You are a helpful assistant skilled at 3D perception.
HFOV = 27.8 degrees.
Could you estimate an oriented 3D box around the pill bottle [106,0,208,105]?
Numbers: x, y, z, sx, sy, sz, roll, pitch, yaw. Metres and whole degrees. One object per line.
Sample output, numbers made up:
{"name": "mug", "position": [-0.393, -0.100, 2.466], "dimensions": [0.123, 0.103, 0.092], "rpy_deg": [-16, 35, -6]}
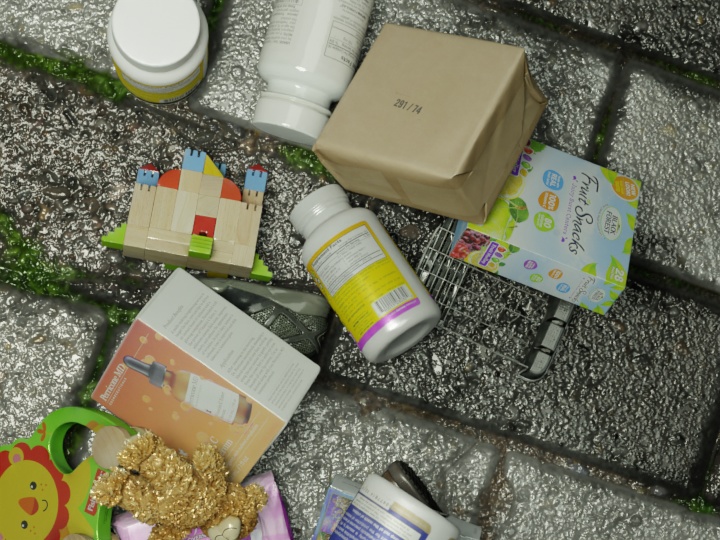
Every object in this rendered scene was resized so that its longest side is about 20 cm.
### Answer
{"name": "pill bottle", "position": [-0.227, -0.258, 1.641], "dimensions": [0.113, 0.200, 0.115], "rpy_deg": [0, 87, -6]}

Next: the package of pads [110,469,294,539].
{"name": "package of pads", "position": [-0.178, 0.315, 1.679], "dimensions": [0.199, 0.076, 0.121], "rpy_deg": [-15, 91, -7]}

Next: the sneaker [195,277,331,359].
{"name": "sneaker", "position": [-0.138, 0.070, 1.696], "dimensions": [0.198, 0.076, 0.115], "rpy_deg": [12, 79, -11]}

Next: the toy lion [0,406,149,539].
{"name": "toy lion", "position": [-0.344, 0.244, 1.638], "dimensions": [0.191, 0.069, 0.201], "rpy_deg": [21, 94, 26]}

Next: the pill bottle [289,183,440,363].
{"name": "pill bottle", "position": [0.000, 0.000, 1.689], "dimensions": [0.104, 0.104, 0.201], "rpy_deg": [-32, 73, -7]}

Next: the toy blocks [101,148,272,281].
{"name": "toy blocks", "position": [-0.191, -0.075, 1.699], "dimensions": [0.199, 0.100, 0.138], "rpy_deg": [10, 74, -6]}

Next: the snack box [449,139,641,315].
{"name": "snack box", "position": [0.220, -0.061, 1.711], "dimensions": [0.199, 0.068, 0.169], "rpy_deg": [21, 53, -7]}

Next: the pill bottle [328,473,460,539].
{"name": "pill bottle", "position": [0.008, 0.331, 1.554], "dimensions": [0.119, 0.120, 0.201], "rpy_deg": [33, 82, -3]}

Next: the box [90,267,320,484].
{"name": "box", "position": [-0.174, 0.126, 1.635], "dimensions": [0.199, 0.153, 0.106], "rpy_deg": [35, 39, -1]}

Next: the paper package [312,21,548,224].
{"name": "paper package", "position": [0.081, -0.171, 1.661], "dimensions": [0.199, 0.104, 0.191], "rpy_deg": [17, 70, 34]}

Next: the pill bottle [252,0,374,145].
{"name": "pill bottle", "position": [-0.058, -0.255, 1.703], "dimensions": [0.114, 0.114, 0.201], "rpy_deg": [16, 85, -5]}

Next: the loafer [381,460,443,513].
{"name": "loafer", "position": [0.078, 0.320, 1.717], "dimensions": [0.071, 0.073, 0.200], "rpy_deg": [-36, 89, 8]}

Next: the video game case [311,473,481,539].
{"name": "video game case", "position": [0.023, 0.356, 1.671], "dimensions": [0.180, 0.045, 0.201], "rpy_deg": [19, 106, 3]}

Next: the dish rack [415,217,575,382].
{"name": "dish rack", "position": [0.161, 0.028, 1.744], "dimensions": [0.199, 0.055, 0.154], "rpy_deg": [25, 83, -2]}

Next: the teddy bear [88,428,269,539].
{"name": "teddy bear", "position": [-0.192, 0.246, 1.568], "dimensions": [0.145, 0.067, 0.200], "rpy_deg": [-42, 121, -4]}
